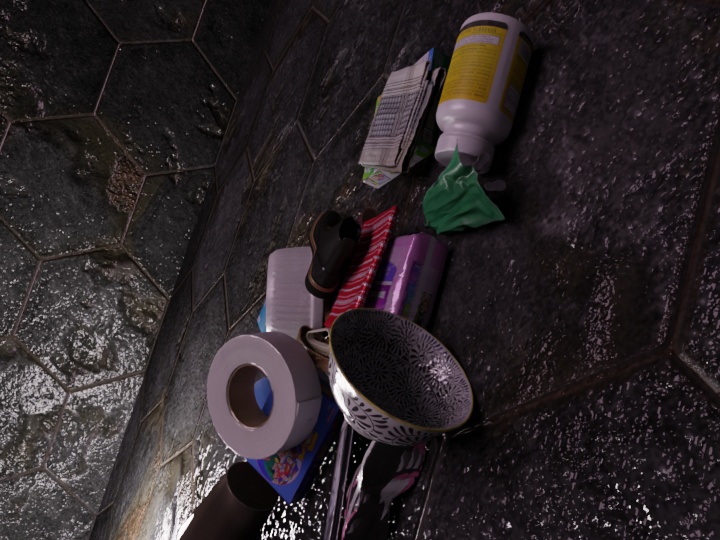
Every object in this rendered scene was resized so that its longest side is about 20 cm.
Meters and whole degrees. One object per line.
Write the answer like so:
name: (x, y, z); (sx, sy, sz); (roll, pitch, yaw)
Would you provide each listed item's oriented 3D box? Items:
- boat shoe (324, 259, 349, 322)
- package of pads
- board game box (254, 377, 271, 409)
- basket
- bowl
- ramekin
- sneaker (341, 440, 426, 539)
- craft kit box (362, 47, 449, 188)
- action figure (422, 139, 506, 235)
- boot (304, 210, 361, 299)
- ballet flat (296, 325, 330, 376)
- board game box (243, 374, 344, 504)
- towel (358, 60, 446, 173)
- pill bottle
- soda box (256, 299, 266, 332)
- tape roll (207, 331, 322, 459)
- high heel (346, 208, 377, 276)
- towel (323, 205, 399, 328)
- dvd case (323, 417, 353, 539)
boat shoe: (-0.028, 0.021, 1.127); (0.069, 0.071, 0.202); (-15, 53, 14)
package of pads: (0.056, 0.045, 0.919); (0.120, 0.075, 0.203); (-2, 70, 67)
board game box: (-0.141, 0.297, 1.114); (0.198, 0.039, 0.160); (28, 104, 30)
basket: (-0.254, 0.482, 1.163); (0.201, 0.135, 0.181); (-56, 24, 20)
bowl: (0.032, 0.149, 0.755); (0.095, 0.198, 0.202); (-59, 27, 28)
ramekin: (-0.123, 0.050, 1.148); (0.200, 0.103, 0.204); (-179, 90, -84)
sneaker: (0.018, 0.282, 0.830); (0.202, 0.080, 0.086); (-63, 15, 3)
craft kit box: (0.083, -0.282, 1.139); (0.197, 0.048, 0.203); (-21, 54, 55)
action figure: (0.135, -0.099, 0.866); (0.119, 0.054, 0.200); (63, 159, 5)
boot: (-0.034, -0.066, 1.043); (0.202, 0.076, 0.139); (-91, 26, -44)
ballet flat: (-0.044, 0.135, 1.001); (0.199, 0.067, 0.074); (17, 111, 47)
board game box: (-0.114, 0.277, 1.046); (0.134, 0.045, 0.202); (35, 107, 27)
towel: (0.065, -0.273, 1.082); (0.200, 0.034, 0.195); (29, 98, 64)
pill bottle: (0.171, -0.247, 0.860); (0.111, 0.110, 0.203); (1, 72, 63)
soda box: (-0.169, 0.132, 1.311); (0.065, 0.067, 0.200); (-64, 26, 13)
tape roll: (-0.163, 0.206, 1.008); (0.200, 0.070, 0.206); (-1, 89, 32)
high heel: (0.007, -0.006, 1.096); (0.096, 0.066, 0.203); (112, 168, -71)
towel: (0.000, 0.000, 0.960); (0.203, 0.022, 0.144); (-69, 13, -10)
dvd case: (-0.033, 0.319, 0.898); (0.149, 0.016, 0.203); (103, 177, -68)
